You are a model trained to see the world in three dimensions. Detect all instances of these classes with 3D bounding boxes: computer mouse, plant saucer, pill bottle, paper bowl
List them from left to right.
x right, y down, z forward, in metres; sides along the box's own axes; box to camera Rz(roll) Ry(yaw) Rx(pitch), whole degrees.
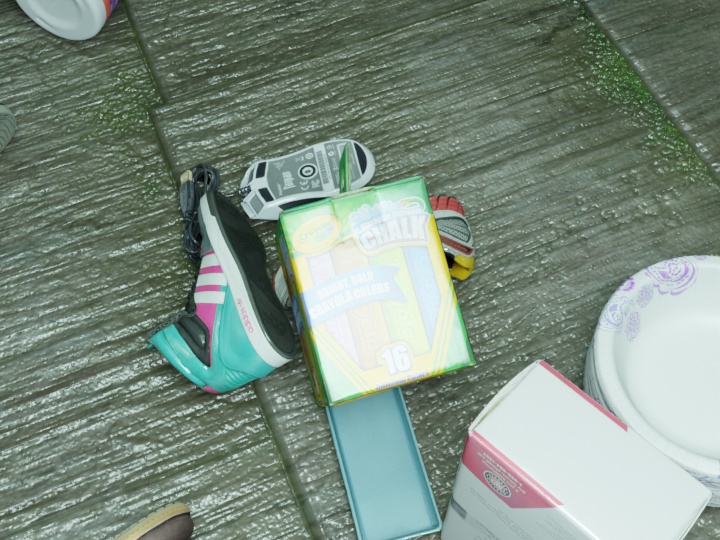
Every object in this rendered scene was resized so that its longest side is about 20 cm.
[{"bbox_3d":[-0.304,-0.371,1.108,0.111,0.112,0.201,15,59,10],"label":"pill bottle"},{"bbox_3d":[-0.080,-0.074,0.960,0.198,0.044,0.110,-13,54,0],"label":"computer mouse"},{"bbox_3d":[0.009,0.138,0.836,0.069,0.019,0.201,-13,59,-7],"label":"plant saucer"},{"bbox_3d":[0.286,0.096,0.804,0.199,0.105,0.202,-1,58,1],"label":"paper bowl"}]

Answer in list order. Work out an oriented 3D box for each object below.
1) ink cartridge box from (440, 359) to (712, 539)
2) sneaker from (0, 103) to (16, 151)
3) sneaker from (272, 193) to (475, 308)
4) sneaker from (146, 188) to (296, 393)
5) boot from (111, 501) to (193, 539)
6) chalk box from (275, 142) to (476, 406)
[{"bbox_3d":[0.143,0.179,0.700,0.146,0.201,0.083,38,62,22],"label":"ink cartridge box"},{"bbox_3d":[-0.460,-0.138,0.987,0.199,0.075,0.106,-31,64,-16],"label":"sneaker"},{"bbox_3d":[0.014,-0.005,0.891,0.199,0.078,0.083,-18,64,-8],"label":"sneaker"},{"bbox_3d":[-0.137,0.029,0.860,0.120,0.084,0.201,-35,49,14],"label":"sneaker"},{"bbox_3d":[-0.160,0.295,0.727,0.166,0.072,0.200,42,66,11],"label":"boot"},{"bbox_3d":[0.000,0.000,0.800,0.123,0.124,0.201,-15,83,-7],"label":"chalk box"}]
